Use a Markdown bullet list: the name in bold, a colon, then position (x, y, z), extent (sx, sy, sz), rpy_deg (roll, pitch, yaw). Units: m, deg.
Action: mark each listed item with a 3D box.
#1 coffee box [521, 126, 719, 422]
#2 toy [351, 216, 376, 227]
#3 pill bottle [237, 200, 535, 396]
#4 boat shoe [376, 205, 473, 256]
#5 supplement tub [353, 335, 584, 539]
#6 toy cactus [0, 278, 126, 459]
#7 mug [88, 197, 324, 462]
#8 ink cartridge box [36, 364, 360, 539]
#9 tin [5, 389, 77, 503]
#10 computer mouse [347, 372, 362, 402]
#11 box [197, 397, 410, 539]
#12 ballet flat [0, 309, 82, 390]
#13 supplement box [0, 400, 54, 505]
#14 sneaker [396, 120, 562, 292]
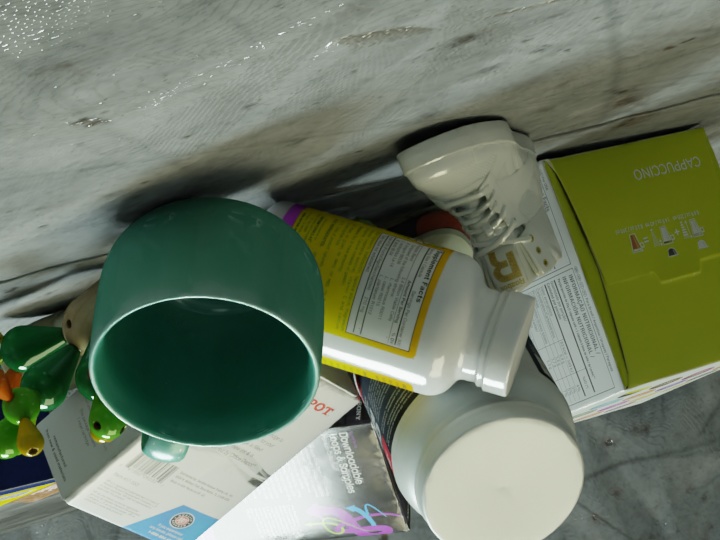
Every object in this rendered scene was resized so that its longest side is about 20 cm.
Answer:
- **coffee box**: position (0.198, 0.014, 1.911), extent (0.199, 0.201, 0.198), rpy_deg (-13, 170, -38)
- **toy**: position (-0.011, -0.009, 1.753), extent (0.115, 0.047, 0.200), rpy_deg (-26, 148, 34)
- **pill bottle**: position (0.018, 0.026, 1.597), extent (0.199, 0.105, 0.104), rpy_deg (17, 177, 9)
- **boat shoe**: position (0.000, 0.000, 1.861), extent (0.199, 0.071, 0.063), rpy_deg (-22, -149, 12)
- **supplement tub**: position (0.080, 0.106, 1.702), extent (0.140, 0.141, 0.200), rpy_deg (-18, -148, -4)
- **toy cactus**: position (-0.219, 0.060, 1.610), extent (0.200, 0.102, 0.165), rpy_deg (4, -130, 54)
- **mug**: position (-0.111, 0.032, 1.504), extent (0.185, 0.115, 0.152), rpy_deg (-28, 130, 28)
- **ink cartridge box**: position (-0.124, 0.111, 1.741), extent (0.200, 0.086, 0.146), rpy_deg (-41, 141, 14)
- **tin**: position (-0.272, 0.135, 1.962), extent (0.200, 0.112, 0.042), rpy_deg (-25, 170, 34)
- **computer mouse**: position (-0.013, 0.108, 1.874), extent (0.138, 0.053, 0.201), rpy_deg (2, 136, 4)
- **box**: position (-0.069, 0.171, 1.881), extent (0.199, 0.036, 0.143), rpy_deg (-5, 134, 12)
- **ballet flat**: position (-0.196, 0.047, 1.764), extent (0.069, 0.070, 0.200), rpy_deg (-24, 172, 36)
- **supplement box**: position (-0.366, 0.162, 1.932), extent (0.200, 0.109, 0.109), rpy_deg (-25, 170, 36)
- **sneaker**: position (0.095, -0.040, 1.615), extent (0.073, 0.116, 0.200), rpy_deg (-20, 171, 23)
